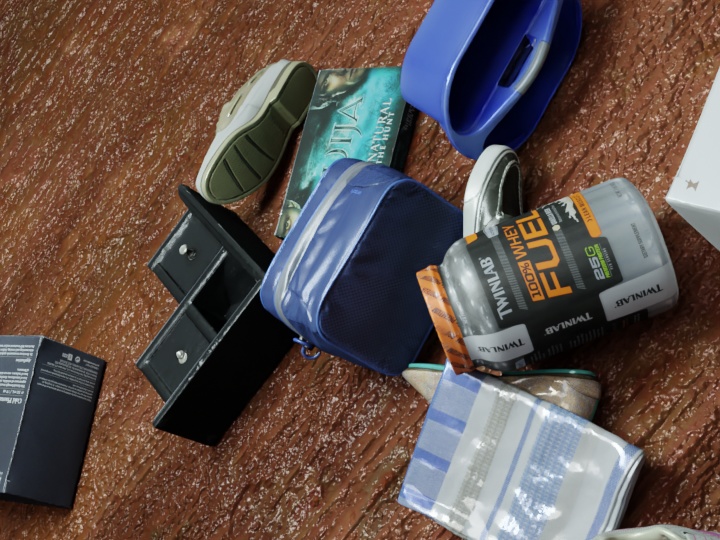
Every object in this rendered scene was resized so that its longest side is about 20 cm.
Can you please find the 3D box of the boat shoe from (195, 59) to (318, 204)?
[{"bbox_3d":[-0.125,-0.155,1.394,0.068,0.075,0.200,13,58,43],"label":"boat shoe"}]

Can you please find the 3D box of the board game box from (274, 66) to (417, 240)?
[{"bbox_3d":[-0.012,-0.123,1.334,0.135,0.028,0.201,5,74,37],"label":"board game box"}]

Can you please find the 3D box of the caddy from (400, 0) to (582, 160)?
[{"bbox_3d":[0.134,-0.204,1.186,0.105,0.141,0.200,30,91,46],"label":"caddy"}]

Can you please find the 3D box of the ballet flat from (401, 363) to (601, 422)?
[{"bbox_3d":[0.119,0.120,1.110,0.200,0.068,0.067,-1,78,39],"label":"ballet flat"}]

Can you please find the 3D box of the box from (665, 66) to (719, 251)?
[{"bbox_3d":[0.340,-0.074,0.934,0.106,0.200,0.153,19,84,40],"label":"box"}]

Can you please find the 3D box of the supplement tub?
[{"bbox_3d":[0.156,0.010,1.052,0.200,0.123,0.123,-22,57,4],"label":"supplement tub"}]

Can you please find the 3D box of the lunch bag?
[{"bbox_3d":[0.000,0.000,1.198,0.200,0.136,0.132,-59,35,-4],"label":"lunch bag"}]

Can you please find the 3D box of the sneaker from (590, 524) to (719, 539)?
[{"bbox_3d":[0.255,0.235,0.928,0.199,0.088,0.082,-3,69,19],"label":"sneaker"}]

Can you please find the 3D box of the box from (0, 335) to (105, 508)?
[{"bbox_3d":[-0.425,0.178,1.470,0.200,0.104,0.183,-1,69,37],"label":"box"}]

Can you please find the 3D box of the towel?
[{"bbox_3d":[0.133,0.178,1.057,0.200,0.024,0.147,25,101,29],"label":"towel"}]

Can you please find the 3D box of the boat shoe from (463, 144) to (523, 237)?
[{"bbox_3d":[0.135,-0.019,1.157,0.064,0.071,0.201,2,81,38],"label":"boat shoe"}]

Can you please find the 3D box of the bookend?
[{"bbox_3d":[-0.177,0.046,1.346,0.199,0.092,0.200,-52,49,8],"label":"bookend"}]
